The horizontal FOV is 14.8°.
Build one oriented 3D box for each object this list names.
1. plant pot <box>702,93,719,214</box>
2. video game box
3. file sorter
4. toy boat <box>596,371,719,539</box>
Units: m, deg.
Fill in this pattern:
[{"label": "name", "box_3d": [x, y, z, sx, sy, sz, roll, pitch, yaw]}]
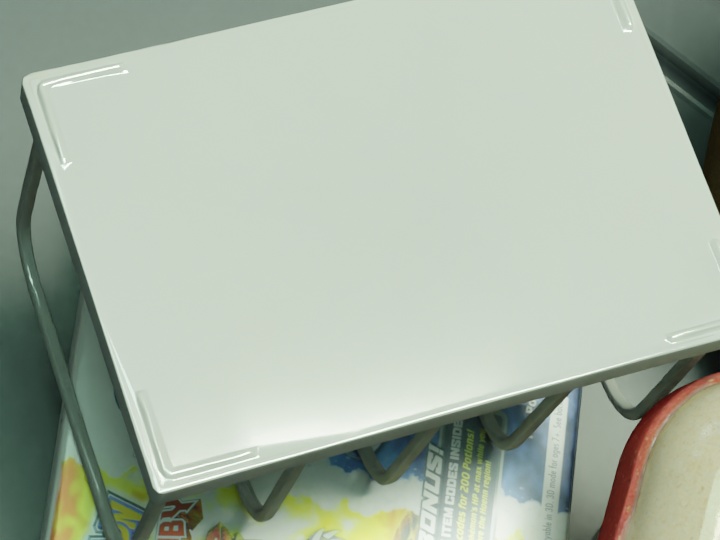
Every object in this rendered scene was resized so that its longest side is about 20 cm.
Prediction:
[{"label": "plant pot", "box_3d": [0.202, -0.067, 0.945, 0.186, 0.200, 0.186, -5, 51, 6]}, {"label": "video game box", "box_3d": [-0.016, 0.068, 0.971, 0.182, 0.047, 0.200, 9, 70, -6]}, {"label": "file sorter", "box_3d": [0.000, 0.000, 0.907, 0.200, 0.125, 0.139, -15, 73, -16]}, {"label": "toy boat", "box_3d": [0.114, 0.135, 0.923, 0.130, 0.131, 0.200, 22, 78, -21]}]
